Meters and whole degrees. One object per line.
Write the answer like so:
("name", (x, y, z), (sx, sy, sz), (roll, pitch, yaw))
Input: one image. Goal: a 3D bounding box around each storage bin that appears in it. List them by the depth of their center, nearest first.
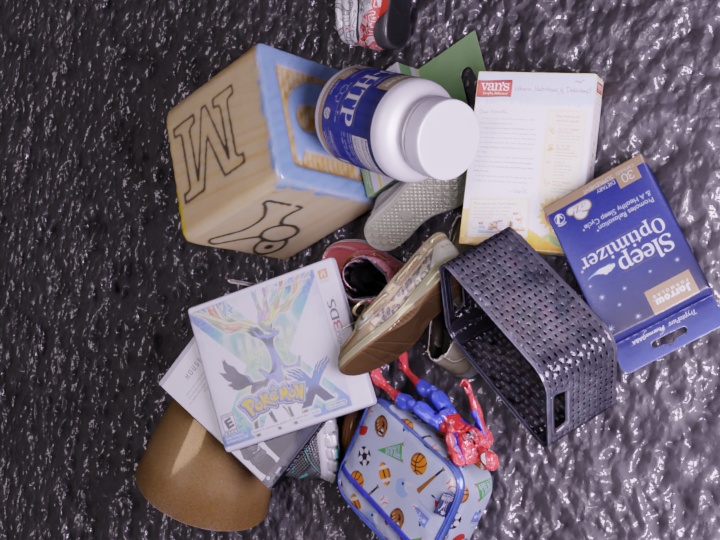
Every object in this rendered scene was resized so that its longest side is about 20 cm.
("storage bin", (0.178, 0.069, 1.355), (0.200, 0.093, 0.136), (52, 163, 38))

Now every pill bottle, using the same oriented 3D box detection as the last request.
("pill bottle", (0.044, -0.168, 1.475), (0.199, 0.119, 0.121), (23, 100, 53))

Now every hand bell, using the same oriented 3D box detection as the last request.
("hand bell", (-0.002, 0.150, 1.595), (0.103, 0.103, 0.203), (17, 108, 45))

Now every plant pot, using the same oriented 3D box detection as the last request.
("plant pot", (-0.180, 0.205, 1.665), (0.186, 0.185, 0.202), (37, 115, 42))

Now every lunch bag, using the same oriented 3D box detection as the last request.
("lunch bag", (0.061, 0.259, 1.505), (0.200, 0.075, 0.162), (43, 115, 42))

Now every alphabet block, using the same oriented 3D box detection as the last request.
("alphabet block", (-0.115, -0.149, 1.668), (0.199, 0.194, 0.199), (-27, 63, 38))

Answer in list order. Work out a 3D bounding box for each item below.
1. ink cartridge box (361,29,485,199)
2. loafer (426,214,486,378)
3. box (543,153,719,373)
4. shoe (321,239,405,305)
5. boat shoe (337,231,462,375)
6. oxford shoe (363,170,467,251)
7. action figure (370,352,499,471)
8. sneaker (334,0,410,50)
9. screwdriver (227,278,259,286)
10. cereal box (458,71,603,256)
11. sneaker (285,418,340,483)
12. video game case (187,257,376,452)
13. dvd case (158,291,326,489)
("ink cartridge box", (0.074, -0.195, 1.585), (0.199, 0.048, 0.147), (-32, 61, 41))
("loafer", (0.120, 0.024, 1.483), (0.075, 0.069, 0.203), (4, 86, 45))
("box", (0.284, -0.008, 1.321), (0.120, 0.032, 0.202), (-29, 65, 16))
("shoe", (0.000, 0.000, 1.591), (0.199, 0.090, 0.072), (24, 95, 44))
("boat shoe", (0.044, 0.043, 1.460), (0.200, 0.073, 0.063), (-43, 58, 16))
("oxford shoe", (0.080, -0.098, 1.553), (0.199, 0.075, 0.058), (-37, 23, 33))
("action figure", (0.088, 0.148, 1.437), (0.200, 0.065, 0.100), (42, 153, 37))
("sneaker", (0.021, -0.391, 1.655), (0.107, 0.067, 0.204), (11, 94, 43))
("screwdriver", (-0.096, 0.026, 1.611), (0.029, 0.198, 0.028), (-3, 80, 48))
("cereal box", (0.192, -0.122, 1.428), (0.142, 0.039, 0.203), (6, 87, 26))
("sneaker", (-0.077, 0.176, 1.602), (0.090, 0.078, 0.203), (-5, 98, 2))
("video game case", (-0.097, 0.103, 1.534), (0.198, 0.022, 0.185), (-19, 80, 13))
("dvd case", (-0.135, 0.146, 1.565), (0.200, 0.025, 0.151), (40, 96, 16))
